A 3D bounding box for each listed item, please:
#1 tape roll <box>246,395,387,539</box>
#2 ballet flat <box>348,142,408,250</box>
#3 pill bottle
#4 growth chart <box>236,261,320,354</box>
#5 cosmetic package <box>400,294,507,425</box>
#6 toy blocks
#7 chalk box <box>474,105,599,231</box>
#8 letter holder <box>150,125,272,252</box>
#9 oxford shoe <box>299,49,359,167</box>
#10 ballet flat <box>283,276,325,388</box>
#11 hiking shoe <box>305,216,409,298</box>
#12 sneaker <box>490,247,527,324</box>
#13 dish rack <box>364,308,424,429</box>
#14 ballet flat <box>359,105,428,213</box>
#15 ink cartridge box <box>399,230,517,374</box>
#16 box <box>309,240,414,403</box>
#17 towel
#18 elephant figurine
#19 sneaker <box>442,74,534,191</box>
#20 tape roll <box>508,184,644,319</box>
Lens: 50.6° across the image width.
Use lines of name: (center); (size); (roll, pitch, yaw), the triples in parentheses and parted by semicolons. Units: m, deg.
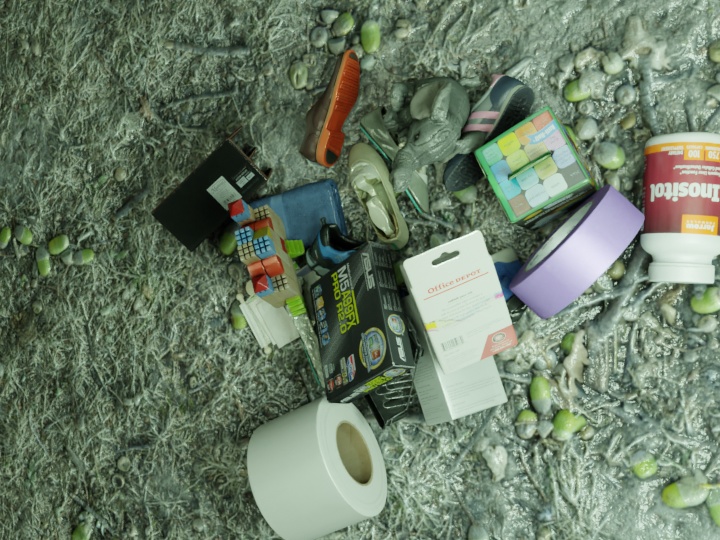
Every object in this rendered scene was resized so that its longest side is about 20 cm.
tape roll: (-0.066, 0.315, 1.217); (0.139, 0.203, 0.203); (-27, 78, 20)
ballet flat: (0.023, -0.127, 1.269); (0.069, 0.069, 0.201); (-30, 77, 19)
pill bottle: (0.450, -0.083, 1.058); (0.113, 0.113, 0.201); (2, 89, 23)
growth chart: (-0.124, 0.058, 1.352); (0.200, 0.018, 0.145); (-26, 78, 20)
cosmetic package: (0.135, 0.126, 1.177); (0.081, 0.112, 0.201); (-37, 67, 59)
toy blocks: (-0.155, -0.031, 1.236); (0.100, 0.137, 0.201); (-20, 70, 8)
chalk box: (0.253, -0.145, 1.098); (0.125, 0.200, 0.124); (-30, 77, 19)
letter holder: (-0.261, -0.153, 1.387); (0.200, 0.142, 0.101); (-40, 105, 16)
oxford shoe: (-0.057, -0.284, 1.310); (0.072, 0.071, 0.201); (21, 96, 28)
ballet flat: (-0.082, 0.097, 1.288); (0.072, 0.072, 0.200); (-31, 77, 19)
hiking shoe: (0.000, 0.000, 1.247); (0.200, 0.074, 0.087); (31, 129, 9)
sneaker: (0.182, 0.045, 1.137); (0.111, 0.200, 0.077); (62, 143, 12)
dish rack: (0.038, 0.130, 1.189); (0.200, 0.054, 0.154); (98, 149, -44)
ballet flat: (0.070, -0.188, 1.253); (0.064, 0.067, 0.200); (-36, 75, 9)
ink cartridge box: (0.130, 0.033, 1.044); (0.116, 0.068, 0.200); (-23, 122, 0)
box: (-0.003, 0.081, 1.152); (0.160, 0.044, 0.201); (-36, 55, 42)
towel: (-0.122, -0.085, 1.341); (0.199, 0.049, 0.112); (-15, 82, 23)
elephant figurine: (0.114, -0.207, 1.132); (0.141, 0.200, 0.156); (10, 115, -14)
sneaker: (0.188, -0.219, 1.212); (0.200, 0.070, 0.082); (-52, 49, 14)
tape roll: (0.300, -0.026, 1.069); (0.066, 0.200, 0.200); (42, 104, 2)
